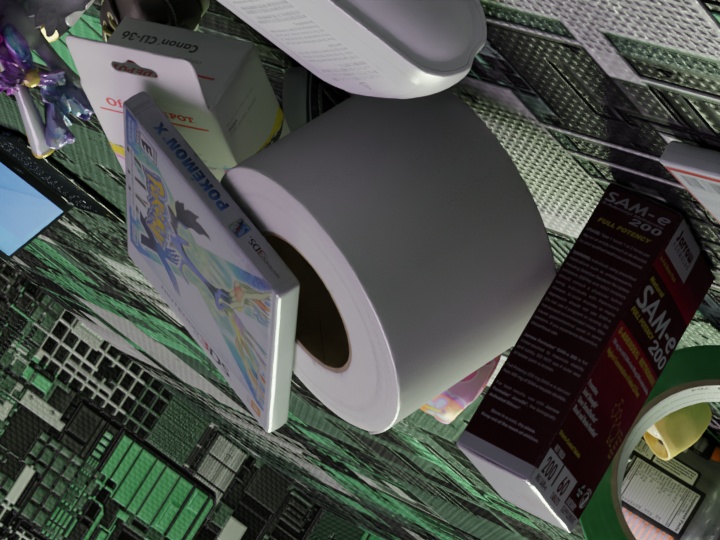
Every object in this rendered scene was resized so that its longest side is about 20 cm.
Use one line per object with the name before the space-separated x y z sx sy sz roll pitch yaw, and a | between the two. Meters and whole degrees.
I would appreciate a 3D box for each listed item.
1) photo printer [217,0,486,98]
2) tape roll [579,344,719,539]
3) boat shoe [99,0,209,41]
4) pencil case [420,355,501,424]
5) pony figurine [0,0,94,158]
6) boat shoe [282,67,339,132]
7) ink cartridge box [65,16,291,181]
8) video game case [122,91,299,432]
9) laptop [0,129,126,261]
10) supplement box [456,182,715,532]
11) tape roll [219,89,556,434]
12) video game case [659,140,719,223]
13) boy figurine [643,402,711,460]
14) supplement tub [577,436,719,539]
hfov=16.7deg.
photo printer | -0.026 -0.172 1.418 0.199 0.070 0.166 36 169 -20
tape roll | 0.252 0.155 1.735 0.200 0.201 0.048 29 169 16
boat shoe | -0.154 -0.182 1.771 0.072 0.061 0.202 32 170 2
pencil case | 0.016 0.039 1.970 0.199 0.088 0.087 34 169 -6
pony figurine | -0.268 -0.185 1.860 0.201 0.166 0.194 66 177 -45
boat shoe | -0.009 -0.081 1.809 0.067 0.072 0.201 -5 142 13
ink cartridge box | -0.117 -0.105 1.713 0.116 0.068 0.201 14 146 29
video game case | -0.106 -0.002 1.688 0.183 0.022 0.200 50 158 22
laptop | -0.403 -0.081 2.845 0.177 0.104 0.199 39 168 -34
supplement box | 0.149 0.057 1.589 0.061 0.201 0.109 25 168 29
tape roll | 0.015 -0.013 1.629 0.203 0.139 0.203 46 154 30
video game case | 0.278 -0.004 1.435 0.143 0.018 0.200 20 163 50
boy figurine | 0.187 0.074 1.942 0.200 0.065 0.124 37 166 -8
supplement tub | 0.240 0.180 2.103 0.199 0.123 0.123 32 170 5
